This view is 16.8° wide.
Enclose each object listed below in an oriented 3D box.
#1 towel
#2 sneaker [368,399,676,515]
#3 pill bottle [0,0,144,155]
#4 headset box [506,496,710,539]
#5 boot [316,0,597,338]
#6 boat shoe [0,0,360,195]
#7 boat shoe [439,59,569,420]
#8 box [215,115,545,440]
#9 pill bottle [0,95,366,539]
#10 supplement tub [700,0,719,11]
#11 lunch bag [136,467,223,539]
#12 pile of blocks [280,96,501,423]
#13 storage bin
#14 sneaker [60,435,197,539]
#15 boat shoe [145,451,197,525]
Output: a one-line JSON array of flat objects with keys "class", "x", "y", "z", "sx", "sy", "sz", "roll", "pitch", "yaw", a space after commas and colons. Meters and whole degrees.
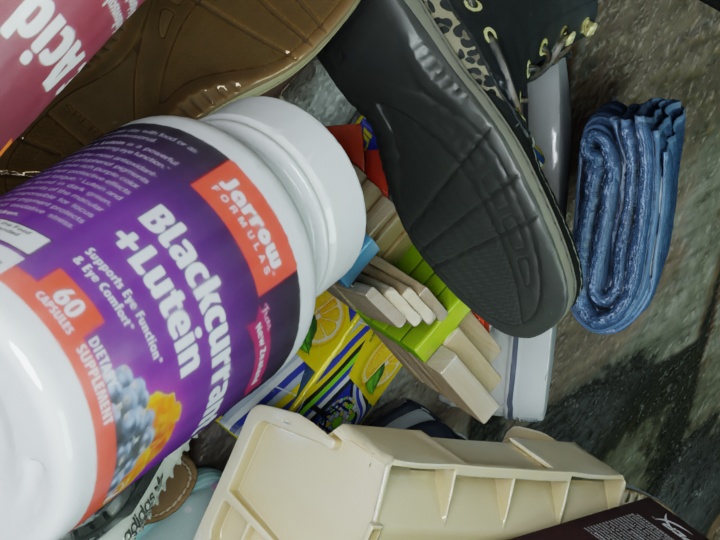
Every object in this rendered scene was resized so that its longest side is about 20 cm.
[{"class": "towel", "x": 0.140, "y": -0.032, "z": 1.269, "sx": 0.200, "sy": 0.048, "sz": 0.113, "roll": -41, "pitch": 136, "yaw": -79}, {"class": "sneaker", "x": 0.079, "y": 0.126, "z": 1.356, "sx": 0.199, "sy": 0.108, "sz": 0.071, "roll": 9, "pitch": 109, "yaw": -34}, {"class": "pill bottle", "x": -0.151, "y": -0.092, "z": 0.832, "sx": 0.200, "sy": 0.114, "sz": 0.114, "roll": -49, "pitch": 149, "yaw": -11}, {"class": "headset box", "x": 0.077, "y": 0.204, "z": 1.140, "sx": 0.199, "sy": 0.077, "sz": 0.150, "roll": -10, "pitch": 123, "yaw": -44}, {"class": "boot", "x": 0.069, "y": -0.081, "z": 1.098, "sx": 0.073, "sy": 0.204, "sz": 0.153, "roll": -36, "pitch": 173, "yaw": 41}, {"class": "boat shoe", "x": -0.075, "y": -0.074, "z": 1.018, "sx": 0.200, "sy": 0.072, "sz": 0.072, "roll": -47, "pitch": 170, "yaw": -16}, {"class": "boat shoe", "x": 0.072, "y": -0.022, "z": 1.261, "sx": 0.072, "sy": 0.065, "sz": 0.201, "roll": -68, "pitch": 161, "yaw": -68}, {"class": "box", "x": 0.000, "y": 0.000, "z": 1.183, "sx": 0.201, "sy": 0.070, "sz": 0.064, "roll": -55, "pitch": 149, "yaw": -1}, {"class": "pill bottle", "x": -0.086, "y": 0.010, "z": 0.891, "sx": 0.200, "sy": 0.111, "sz": 0.112, "roll": -37, "pitch": 147, "yaw": -46}, {"class": "supplement tub", "x": 0.174, "y": -0.185, "z": 1.122, "sx": 0.122, "sy": 0.200, "sz": 0.123, "roll": -36, "pitch": 145, "yaw": -31}, {"class": "lunch bag", "x": -0.083, "y": 0.200, "z": 1.254, "sx": 0.160, "sy": 0.077, "sz": 0.200, "roll": -47, "pitch": 149, "yaw": -17}, {"class": "pile of blocks", "x": 0.004, "y": -0.020, "z": 1.089, "sx": 0.200, "sy": 0.082, "sz": 0.062, "roll": 44, "pitch": 81, "yaw": -20}, {"class": "storage bin", "x": 0.010, "y": 0.165, "z": 1.178, "sx": 0.199, "sy": 0.094, "sz": 0.200, "roll": 9, "pitch": 109, "yaw": -49}, {"class": "sneaker", "x": -0.102, "y": 0.028, "z": 1.008, "sx": 0.201, "sy": 0.069, "sz": 0.100, "roll": -70, "pitch": 157, "yaw": -49}, {"class": "boat shoe", "x": -0.132, "y": 0.099, "z": 1.093, "sx": 0.200, "sy": 0.066, "sz": 0.074, "roll": 10, "pitch": 112, "yaw": -57}]
